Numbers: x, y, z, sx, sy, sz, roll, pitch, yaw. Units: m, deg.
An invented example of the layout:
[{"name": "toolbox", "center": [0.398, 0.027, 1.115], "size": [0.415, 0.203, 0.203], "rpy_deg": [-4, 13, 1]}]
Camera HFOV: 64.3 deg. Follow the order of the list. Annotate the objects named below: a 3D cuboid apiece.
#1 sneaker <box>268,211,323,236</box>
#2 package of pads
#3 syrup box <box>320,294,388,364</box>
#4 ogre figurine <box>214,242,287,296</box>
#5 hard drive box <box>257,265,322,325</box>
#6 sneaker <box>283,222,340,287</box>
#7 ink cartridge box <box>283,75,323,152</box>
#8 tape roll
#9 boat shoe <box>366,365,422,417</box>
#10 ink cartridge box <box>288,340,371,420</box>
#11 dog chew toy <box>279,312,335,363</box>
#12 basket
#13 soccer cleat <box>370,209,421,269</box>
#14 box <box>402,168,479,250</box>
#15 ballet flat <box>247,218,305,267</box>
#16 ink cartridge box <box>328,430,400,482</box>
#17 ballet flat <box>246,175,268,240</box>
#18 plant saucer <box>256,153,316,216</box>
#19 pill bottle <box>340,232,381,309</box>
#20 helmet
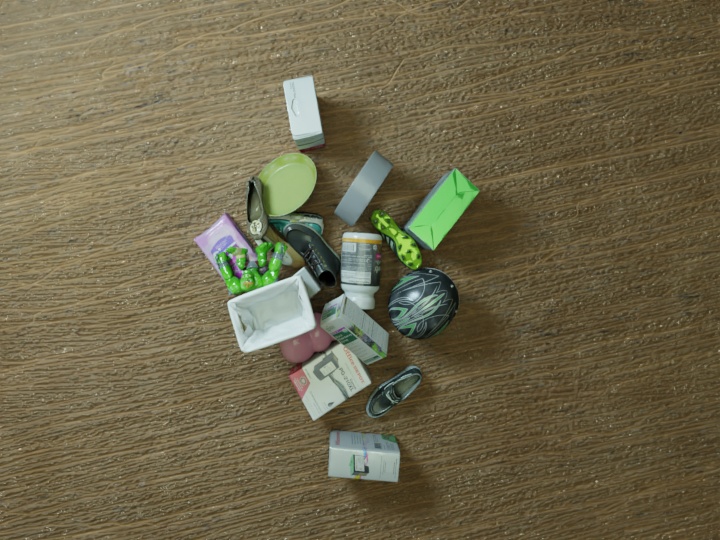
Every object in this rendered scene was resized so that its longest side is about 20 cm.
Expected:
[{"name": "sneaker", "center": [-0.201, -0.124, 1.609], "size": [0.192, 0.078, 0.083], "rpy_deg": [7, 105, 0]}, {"name": "package of pads", "center": [-0.360, -0.044, 1.602], "size": [0.119, 0.076, 0.202], "rpy_deg": [-37, 93, 2]}, {"name": "syrup box", "center": [-0.014, 0.162, 1.557], "size": [0.078, 0.083, 0.199], "rpy_deg": [-27, 126, 33]}, {"name": "ogre figurine", "center": [-0.287, -0.003, 1.522], "size": [0.193, 0.098, 0.124], "rpy_deg": [-5, 78, -13]}, {"name": "hard drive box", "center": [-0.203, 0.081, 1.573], "size": [0.198, 0.156, 0.078], "rpy_deg": [-38, 92, -1]}, {"name": "sneaker", "center": [-0.130, -0.046, 1.566], "size": [0.198, 0.107, 0.075], "rpy_deg": [37, 115, -21]}, {"name": "ink cartridge box", "center": [-0.147, -0.414, 1.534], "size": [0.080, 0.200, 0.151], "rpy_deg": [-11, 93, -2]}, {"name": "tape roll", "center": [0.009, -0.220, 1.548], "size": [0.065, 0.200, 0.203], "rpy_deg": [34, 91, -3]}, {"name": "boat shoe", "center": [0.094, 0.347, 1.636], "size": [0.199, 0.071, 0.072], "rpy_deg": [-43, 93, 0]}, {"name": "ink cartridge box", "center": [-0.084, 0.299, 1.620], "size": [0.196, 0.084, 0.148], "rpy_deg": [-31, 93, -2]}, {"name": "dog chew toy", "center": [-0.133, 0.176, 1.602], "size": [0.194, 0.124, 0.129], "rpy_deg": [-20, 93, -10]}, {"name": "basket", "center": [-0.215, 0.106, 1.435], "size": [0.194, 0.123, 0.140], "rpy_deg": [-19, 91, -2]}, {"name": "soccer cleat", "center": [0.103, -0.089, 1.614], "size": [0.067, 0.081, 0.201], "rpy_deg": [-40, 91, 2]}, {"name": "box", "center": [0.212, -0.164, 1.570], "size": [0.096, 0.176, 0.202], "rpy_deg": [39, 90, -3]}, {"name": "ballet flat", "center": [-0.238, -0.061, 1.591], "size": [0.199, 0.068, 0.064], "rpy_deg": [43, 48, -19]}, {"name": "ink cartridge box", "center": [0.007, 0.517, 1.602], "size": [0.192, 0.145, 0.087], "rpy_deg": [6, 92, -3]}, {"name": "ballet flat", "center": [-0.283, -0.173, 1.536], "size": [0.065, 0.047, 0.206], "rpy_deg": [-16, 59, 14]}, {"name": "plant saucer", "center": [-0.204, -0.231, 1.580], "size": [0.193, 0.031, 0.206], "rpy_deg": [-10, 61, 18]}, {"name": "pill bottle", "center": [0.000, 0.000, 1.598], "size": [0.112, 0.116, 0.208], "rpy_deg": [3, 92, -2]}, {"name": "helmet", "center": [0.170, 0.091, 1.570], "size": [0.192, 0.191, 0.208], "rpy_deg": [0, 92, -2]}]
